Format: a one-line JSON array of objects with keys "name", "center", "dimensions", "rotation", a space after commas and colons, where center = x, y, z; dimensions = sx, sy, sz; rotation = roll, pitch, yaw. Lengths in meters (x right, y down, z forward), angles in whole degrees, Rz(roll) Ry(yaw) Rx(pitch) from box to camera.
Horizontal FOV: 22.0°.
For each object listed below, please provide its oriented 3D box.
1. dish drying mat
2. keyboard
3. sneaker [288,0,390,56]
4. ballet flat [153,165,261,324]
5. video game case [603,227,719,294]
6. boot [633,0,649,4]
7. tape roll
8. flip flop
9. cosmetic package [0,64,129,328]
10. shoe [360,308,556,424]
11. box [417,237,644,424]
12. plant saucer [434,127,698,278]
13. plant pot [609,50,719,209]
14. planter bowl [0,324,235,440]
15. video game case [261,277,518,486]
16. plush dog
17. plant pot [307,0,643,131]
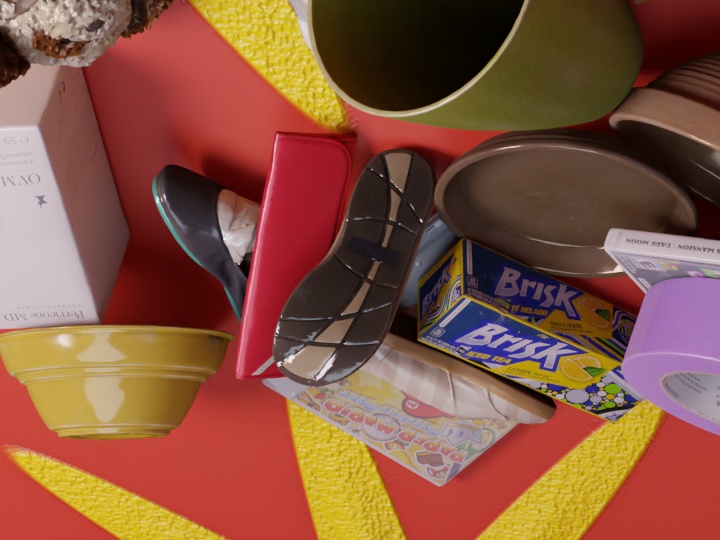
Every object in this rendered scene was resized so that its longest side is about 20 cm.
[{"name": "dish drying mat", "center": [-0.051, -0.010, 1.442], "dimensions": [0.077, 0.018, 0.200], "rotation": [-1, 111, -35]}, {"name": "keyboard", "center": [0.004, 0.030, 1.500], "dimensions": [0.200, 0.011, 0.056], "rotation": [-38, 129, 8]}, {"name": "sneaker", "center": [-0.021, -0.226, 1.297], "dimensions": [0.099, 0.078, 0.200], "rotation": [-26, 130, 16]}, {"name": "ballet flat", "center": [-0.092, -0.016, 1.476], "dimensions": [0.073, 0.073, 0.200], "rotation": [-14, 133, 19]}, {"name": "video game case", "center": [0.305, 0.030, 1.406], "dimensions": [0.182, 0.023, 0.200], "rotation": [8, 158, 38]}, {"name": "boot", "center": [0.253, -0.215, 1.246], "dimensions": [0.155, 0.077, 0.200], "rotation": [-31, 115, 23]}, {"name": "tape roll", "center": [0.303, 0.077, 1.408], "dimensions": [0.200, 0.066, 0.200], "rotation": [19, 164, 6]}, {"name": "flip flop", "center": [0.000, 0.000, 1.434], "dimensions": [0.081, 0.200, 0.058], "rotation": [23, 171, 6]}, {"name": "cosmetic package", "center": [-0.305, -0.062, 1.439], "dimensions": [0.199, 0.123, 0.200], "rotation": [-2, 132, 10]}, {"name": "shoe", "center": [0.068, 0.083, 1.507], "dimensions": [0.200, 0.070, 0.053], "rotation": [26, 111, -18]}, {"name": "box", "center": [0.145, 0.050, 1.492], "dimensions": [0.200, 0.064, 0.070], "rotation": [23, 134, -23]}, {"name": "plant saucer", "center": [0.156, -0.052, 1.404], "dimensions": [0.200, 0.030, 0.200], "rotation": [8, 153, 4]}, {"name": "plant pot", "center": [0.286, -0.096, 1.315], "dimensions": [0.201, 0.201, 0.093], "rotation": [32, 87, -19]}, {"name": "planter bowl", "center": [-0.202, 0.096, 1.515], "dimensions": [0.200, 0.084, 0.200], "rotation": [-1, 173, 0]}, {"name": "video game case", "center": [0.046, 0.090, 1.587], "dimensions": [0.200, 0.023, 0.182], "rotation": [31, 128, -19]}, {"name": "plush dog", "center": [-0.210, -0.214, 1.285], "dimensions": [0.200, 0.160, 0.172], "rotation": [-24, 142, -28]}, {"name": "plant pot", "center": [0.099, -0.169, 1.250], "dimensions": [0.187, 0.187, 0.200], "rotation": [-32, 150, 30]}]
